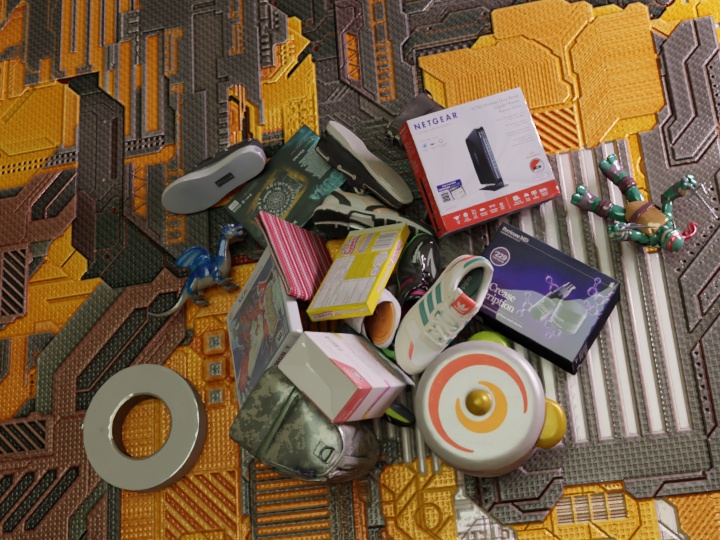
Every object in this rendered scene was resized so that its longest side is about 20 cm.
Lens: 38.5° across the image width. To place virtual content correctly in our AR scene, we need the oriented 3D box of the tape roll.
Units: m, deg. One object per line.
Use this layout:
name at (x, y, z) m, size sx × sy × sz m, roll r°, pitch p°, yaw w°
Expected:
tape roll at (-0.342, 0.249, 1.632) m, size 0.201 × 0.037 × 0.204 m, roll -5°, pitch 71°, yaw 14°

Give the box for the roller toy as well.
roller toy at (0.172, 0.198, 1.455) m, size 0.182 × 0.140 × 0.200 m, roll -36°, pitch 72°, yaw -1°

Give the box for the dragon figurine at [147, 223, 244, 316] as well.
dragon figurine at (-0.263, 0.000, 1.686) m, size 0.199 × 0.059 × 0.100 m, roll -30°, pitch 66°, yaw 6°

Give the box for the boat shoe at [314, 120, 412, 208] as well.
boat shoe at (0.002, -0.156, 1.637) m, size 0.200 × 0.074 × 0.060 m, roll 45°, pitch 112°, yaw 21°

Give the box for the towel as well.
towel at (-0.084, -0.007, 1.569) m, size 0.022 × 0.200 × 0.145 m, roll -31°, pitch 68°, yaw 18°

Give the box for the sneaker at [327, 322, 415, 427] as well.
sneaker at (0.022, 0.151, 1.556) m, size 0.081 × 0.074 × 0.200 m, roll -39°, pitch 69°, yaw -6°

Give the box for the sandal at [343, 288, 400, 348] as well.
sandal at (-0.003, 0.049, 1.553) m, size 0.207 × 0.059 × 0.080 m, roll 51°, pitch 125°, yaw 57°

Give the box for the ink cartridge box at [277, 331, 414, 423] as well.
ink cartridge box at (-0.014, 0.149, 1.449) m, size 0.116 × 0.200 × 0.068 m, roll 43°, pitch 104°, yaw 23°

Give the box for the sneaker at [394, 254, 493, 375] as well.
sneaker at (0.120, 0.059, 1.457) m, size 0.070 × 0.093 × 0.200 m, roll 38°, pitch 80°, yaw -8°

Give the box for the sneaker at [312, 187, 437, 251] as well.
sneaker at (0.029, -0.084, 1.634) m, size 0.199 × 0.074 × 0.080 m, roll 18°, pitch 44°, yaw 8°

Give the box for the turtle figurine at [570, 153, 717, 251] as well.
turtle figurine at (0.415, -0.083, 1.519) m, size 0.149 × 0.101 × 0.200 m, roll -36°, pitch 50°, yaw -16°

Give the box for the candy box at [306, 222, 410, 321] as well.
candy box at (0.000, 0.000, 1.525) m, size 0.102 × 0.027 × 0.200 m, roll -10°, pitch 33°, yaw 29°

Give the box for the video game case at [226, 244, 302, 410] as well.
video game case at (-0.150, 0.081, 1.554) m, size 0.183 × 0.023 × 0.201 m, roll -57°, pitch 33°, yaw 32°

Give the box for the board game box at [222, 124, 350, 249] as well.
board game box at (-0.114, -0.130, 1.710) m, size 0.200 × 0.028 × 0.135 m, roll -46°, pitch 67°, yaw -5°

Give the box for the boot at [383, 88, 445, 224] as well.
boot at (0.107, -0.184, 1.658) m, size 0.174 × 0.069 × 0.200 m, roll 31°, pitch 74°, yaw 25°

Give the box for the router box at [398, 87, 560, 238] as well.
router box at (0.180, -0.165, 1.572) m, size 0.199 × 0.049 × 0.181 m, roll -19°, pitch 85°, yaw -16°

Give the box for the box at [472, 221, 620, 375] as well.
box at (0.264, 0.040, 1.528) m, size 0.199 × 0.079 × 0.142 m, roll 29°, pitch 78°, yaw 22°

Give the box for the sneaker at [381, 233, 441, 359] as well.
sneaker at (0.089, 0.038, 1.549) m, size 0.076 × 0.084 × 0.201 m, roll 20°, pitch 69°, yaw -19°

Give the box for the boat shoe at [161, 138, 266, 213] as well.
boat shoe at (-0.247, -0.165, 1.739) m, size 0.199 × 0.070 × 0.066 m, roll -29°, pitch 34°, yaw 17°

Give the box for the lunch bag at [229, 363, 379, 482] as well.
lunch bag at (-0.068, 0.233, 1.477) m, size 0.167 × 0.200 × 0.140 m, roll 29°, pitch 89°, yaw 22°
